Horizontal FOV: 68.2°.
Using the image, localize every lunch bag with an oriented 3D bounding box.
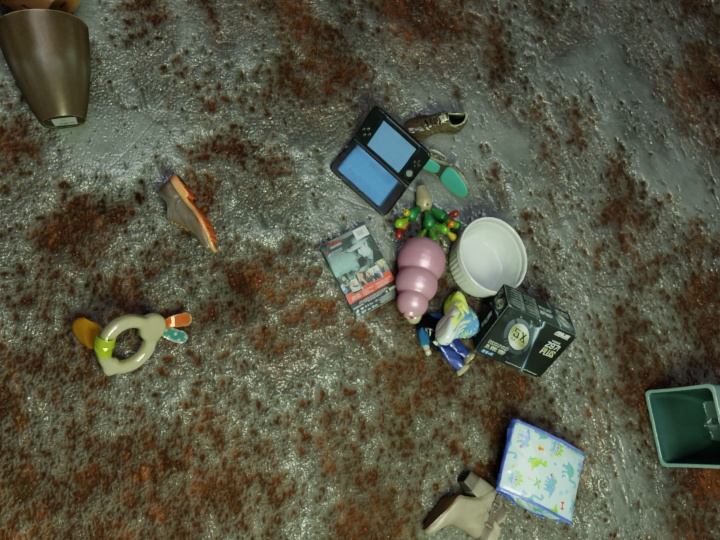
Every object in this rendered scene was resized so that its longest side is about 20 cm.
[{"bbox_3d":[0.413,0.474,1.265,0.197,0.127,0.174,31,65,-19],"label":"lunch bag"}]

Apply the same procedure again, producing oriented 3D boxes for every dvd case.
[{"bbox_3d":[0.000,0.000,1.330,0.144,0.022,0.204,-27,85,-23],"label":"dvd case"}]

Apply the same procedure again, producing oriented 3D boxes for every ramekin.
[{"bbox_3d":[0.325,-0.026,1.395,0.194,0.105,0.207,5,73,-17],"label":"ramekin"}]

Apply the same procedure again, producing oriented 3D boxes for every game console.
[{"bbox_3d":[0.052,-0.284,1.381,0.199,0.176,0.117,40,39,-3],"label":"game console"}]

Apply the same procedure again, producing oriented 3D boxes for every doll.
[{"bbox_3d":[0.192,0.168,1.323,0.200,0.049,0.137,44,47,1],"label":"doll"}]

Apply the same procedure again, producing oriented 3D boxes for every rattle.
[{"bbox_3d":[-0.482,0.125,1.137,0.198,0.140,0.134,-35,119,-38],"label":"rattle"}]

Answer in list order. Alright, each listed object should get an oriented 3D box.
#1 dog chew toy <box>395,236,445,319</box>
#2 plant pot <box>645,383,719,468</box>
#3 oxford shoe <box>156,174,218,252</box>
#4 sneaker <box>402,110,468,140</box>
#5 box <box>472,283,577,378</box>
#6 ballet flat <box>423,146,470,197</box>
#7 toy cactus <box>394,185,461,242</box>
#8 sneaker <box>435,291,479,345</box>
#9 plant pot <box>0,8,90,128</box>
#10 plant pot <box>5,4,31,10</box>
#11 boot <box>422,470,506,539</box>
[{"bbox_3d":[0.140,0.021,1.307,0.121,0.125,0.205,21,64,-10],"label":"dog chew toy"},{"bbox_3d":[0.927,0.408,1.422,0.195,0.196,0.202,2,73,-27],"label":"plant pot"},{"bbox_3d":[-0.396,-0.118,1.223,0.072,0.071,0.203,-33,81,-3],"label":"oxford shoe"},{"bbox_3d":[0.211,-0.418,1.487,0.195,0.076,0.072,-14,79,-21],"label":"sneaker"},{"bbox_3d":[0.403,0.154,1.327,0.195,0.166,0.087,23,34,-10],"label":"box"},{"bbox_3d":[0.227,-0.286,1.465,0.197,0.068,0.076,33,52,-4],"label":"ballet flat"},{"bbox_3d":[0.174,-0.149,1.398,0.194,0.103,0.170,-6,66,-10],"label":"toy cactus"},{"bbox_3d":[0.248,0.134,1.304,0.105,0.076,0.201,42,36,-6],"label":"sneaker"},{"bbox_3d":[-0.675,-0.427,1.170,0.182,0.186,0.206,-14,93,-20],"label":"plant pot"},{"bbox_3d":[-0.731,-0.656,1.208,0.140,0.198,0.203,41,66,-20],"label":"plant pot"},{"bbox_3d":[0.251,0.572,1.220,0.199,0.070,0.147,-39,91,-23],"label":"boot"}]
